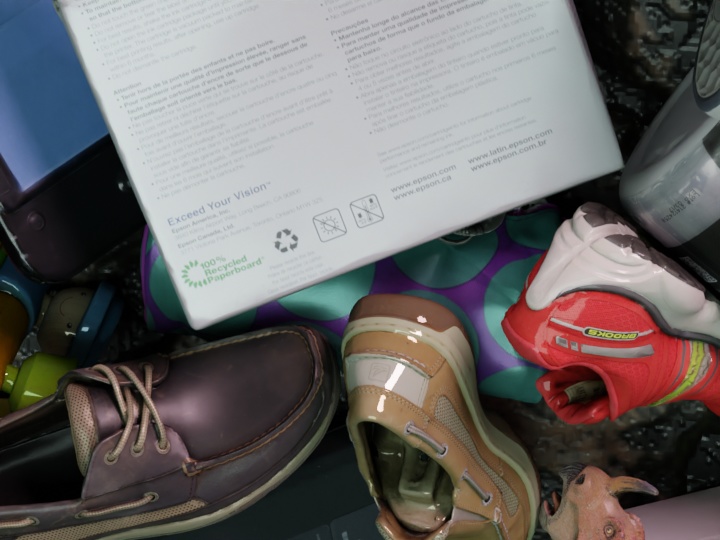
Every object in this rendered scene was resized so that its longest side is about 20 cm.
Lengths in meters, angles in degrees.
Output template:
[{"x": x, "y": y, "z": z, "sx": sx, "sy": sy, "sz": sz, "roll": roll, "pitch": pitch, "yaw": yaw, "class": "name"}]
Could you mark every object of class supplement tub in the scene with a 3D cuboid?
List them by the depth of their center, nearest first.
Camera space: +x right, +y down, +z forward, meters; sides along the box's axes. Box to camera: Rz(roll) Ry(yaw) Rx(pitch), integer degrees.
[{"x": 0.220, "y": -0.013, "z": 1.189, "sx": 0.200, "sy": 0.123, "sz": 0.123, "roll": 40, "pitch": 117, "yaw": -8, "class": "supplement tub"}]

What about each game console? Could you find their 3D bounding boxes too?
[{"x": -0.098, "y": -0.119, "z": 1.166, "sx": 0.119, "sy": 0.172, "sz": 0.200, "roll": -5, "pitch": 118, "yaw": 56, "class": "game console"}]

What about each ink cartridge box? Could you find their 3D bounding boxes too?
[{"x": -0.015, "y": -0.100, "z": 1.145, "sx": 0.199, "sy": 0.041, "sz": 0.200, "roll": -20, "pitch": 110, "yaw": 2, "class": "ink cartridge box"}]

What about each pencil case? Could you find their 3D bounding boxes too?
[{"x": 0.000, "y": 0.000, "z": 1.265, "sx": 0.199, "sy": 0.085, "sz": 0.093, "roll": 10, "pitch": 81, "yaw": 9, "class": "pencil case"}]

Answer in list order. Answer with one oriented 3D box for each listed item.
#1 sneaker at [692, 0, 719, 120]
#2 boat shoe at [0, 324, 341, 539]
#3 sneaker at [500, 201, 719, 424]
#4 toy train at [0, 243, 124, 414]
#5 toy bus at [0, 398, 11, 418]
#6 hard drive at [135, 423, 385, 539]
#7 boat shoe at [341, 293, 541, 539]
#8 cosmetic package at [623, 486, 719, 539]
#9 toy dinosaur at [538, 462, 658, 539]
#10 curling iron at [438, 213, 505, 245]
[{"x": 0.228, "y": -0.117, "z": 1.113, "sx": 0.146, "sy": 0.203, "sz": 0.077, "roll": 33, "pitch": 160, "yaw": -9, "class": "sneaker"}, {"x": -0.103, "y": 0.079, "z": 1.216, "sx": 0.200, "sy": 0.075, "sz": 0.073, "roll": -27, "pitch": 152, "yaw": 8, "class": "boat shoe"}, {"x": 0.116, "y": 0.033, "z": 1.211, "sx": 0.085, "sy": 0.200, "sz": 0.077, "roll": -49, "pitch": 56, "yaw": 6, "class": "sneaker"}, {"x": -0.181, "y": 0.043, "z": 1.263, "sx": 0.116, "sy": 0.200, "sz": 0.085, "roll": 24, "pitch": 118, "yaw": -5, "class": "toy train"}, {"x": -0.184, "y": 0.186, "z": 1.337, "sx": 0.135, "sy": 0.192, "sz": 0.200, "roll": 10, "pitch": 116, "yaw": 9, "class": "toy bus"}, {"x": -0.044, "y": 0.159, "z": 1.317, "sx": 0.200, "sy": 0.033, "sz": 0.140, "roll": -20, "pitch": 115, "yaw": -20, "class": "hard drive"}, {"x": 0.028, "y": 0.093, "z": 1.235, "sx": 0.071, "sy": 0.076, "sz": 0.200, "roll": 0, "pitch": 147, "yaw": 23, "class": "boat shoe"}, {"x": 0.219, "y": 0.135, "z": 1.302, "sx": 0.200, "sy": 0.051, "sz": 0.083, "roll": -17, "pitch": 110, "yaw": 19, "class": "cosmetic package"}, {"x": 0.151, "y": 0.190, "z": 1.272, "sx": 0.200, "sy": 0.086, "sz": 0.136, "roll": 31, "pitch": 112, "yaw": -11, "class": "toy dinosaur"}, {"x": 0.057, "y": -0.108, "z": 1.198, "sx": 0.049, "sy": 0.026, "sz": 0.201, "roll": 11, "pitch": 97, "yaw": -19, "class": "curling iron"}]
